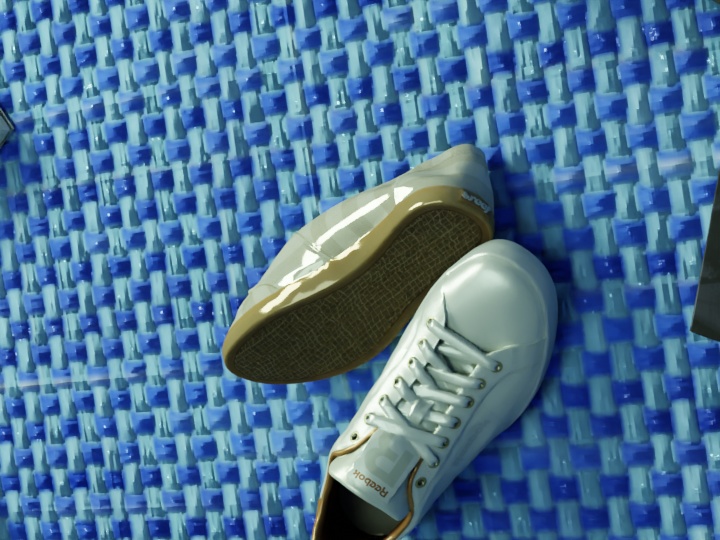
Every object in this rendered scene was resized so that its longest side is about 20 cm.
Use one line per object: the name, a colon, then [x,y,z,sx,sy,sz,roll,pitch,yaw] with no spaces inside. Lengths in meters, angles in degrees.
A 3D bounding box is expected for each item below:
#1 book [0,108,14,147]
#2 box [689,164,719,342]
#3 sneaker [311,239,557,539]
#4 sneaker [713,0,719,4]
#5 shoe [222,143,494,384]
book: [-0.310,-0.072,1.483,0.200,0.048,0.134,-51,62,35]
box: [0.246,-0.012,1.034,0.200,0.036,0.143,20,109,37]
sneaker: [0.036,0.077,1.183,0.073,0.085,0.200,32,122,8]
sneaker: [0.142,-0.156,1.076,0.089,0.074,0.200,-54,54,32]
shoe: [0.000,0.000,1.232,0.200,0.070,0.053,-35,38,37]
